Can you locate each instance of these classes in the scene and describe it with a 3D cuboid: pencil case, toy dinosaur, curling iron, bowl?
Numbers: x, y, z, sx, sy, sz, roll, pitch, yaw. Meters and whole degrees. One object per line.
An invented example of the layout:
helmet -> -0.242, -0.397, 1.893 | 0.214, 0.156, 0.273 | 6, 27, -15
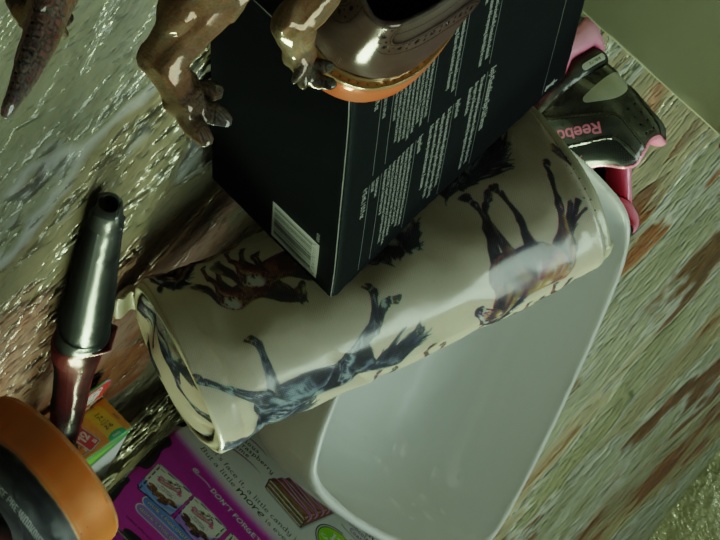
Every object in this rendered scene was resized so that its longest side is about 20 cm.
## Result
pencil case -> 0.000, 0.000, 1.234 | 0.199, 0.090, 0.078 | -26, 147, -7
toy dinosaur -> -0.035, -0.120, 0.873 | 0.200, 0.086, 0.136 | -24, 150, -32
curling iron -> -0.109, 0.036, 1.189 | 0.025, 0.050, 0.200 | -9, 143, -22
bowl -> 0.029, 0.024, 1.378 | 0.200, 0.074, 0.201 | 32, 81, -57

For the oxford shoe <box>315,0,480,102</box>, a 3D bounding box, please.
oxford shoe -> 0.048, -0.146, 0.988 | 0.200, 0.071, 0.073 | -62, -173, -16

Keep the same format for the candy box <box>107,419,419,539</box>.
candy box -> -0.051, 0.132, 1.391 | 0.061, 0.136, 0.200 | -45, 179, 31

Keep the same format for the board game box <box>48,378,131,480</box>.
board game box -> -0.166, 0.131, 1.338 | 0.095, 0.030, 0.200 | -36, 161, -43

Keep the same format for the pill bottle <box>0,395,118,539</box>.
pill bottle -> -0.183, 0.134, 1.099 | 0.200, 0.106, 0.106 | -42, 167, -24

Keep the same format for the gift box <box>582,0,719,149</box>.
gift box -> 0.222, -0.161, 1.344 | 0.200, 0.187, 0.185 | -28, 159, -53

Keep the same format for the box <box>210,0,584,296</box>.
box -> 0.016, -0.093, 1.118 | 0.141, 0.079, 0.200 | -41, 166, -16

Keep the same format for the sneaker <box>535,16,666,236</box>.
sneaker -> 0.096, -0.038, 1.526 | 0.079, 0.095, 0.200 | -40, 167, -36

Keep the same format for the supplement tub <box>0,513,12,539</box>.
supplement tub -> -0.215, 0.126, 0.965 | 0.200, 0.107, 0.107 | -46, 168, -2
